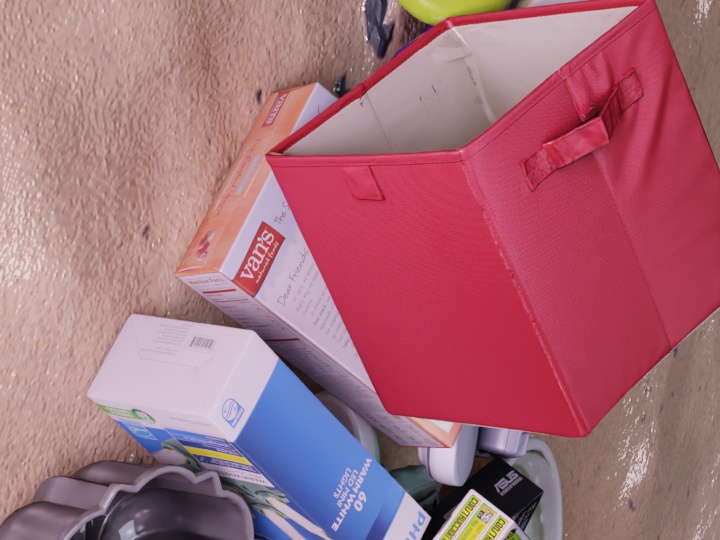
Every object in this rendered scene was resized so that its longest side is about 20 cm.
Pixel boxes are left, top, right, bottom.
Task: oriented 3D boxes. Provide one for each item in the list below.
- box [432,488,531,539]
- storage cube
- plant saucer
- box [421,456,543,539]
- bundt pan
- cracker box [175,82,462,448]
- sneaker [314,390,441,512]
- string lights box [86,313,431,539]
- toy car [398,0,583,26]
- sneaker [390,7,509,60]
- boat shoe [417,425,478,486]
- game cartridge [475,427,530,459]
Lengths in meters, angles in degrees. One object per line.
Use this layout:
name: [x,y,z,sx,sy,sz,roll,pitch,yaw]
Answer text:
box: [0.066,0.208,1.310,0.110,0.035,0.200,-53,161,-5]
storage cube: [0.087,-0.031,1.164,0.171,0.199,0.181,-39,115,-31]
plant saucer: [0.103,0.226,1.597,0.200,0.050,0.202,6,90,-66]
box: [0.038,0.242,1.422,0.160,0.043,0.201,-32,151,-49]
bundt pan: [-0.145,0.194,1.134,0.201,0.075,0.204,-25,122,-47]
cracker box: [0.000,0.000,1.252,0.200,0.057,0.135,39,66,-28]
sneaker: [0.005,0.137,1.379,0.118,0.073,0.202,-38,143,-38]
string lights box: [-0.055,0.108,1.195,0.200,0.102,0.059,49,60,-39]
toy car: [0.084,-0.237,1.299,0.201,0.174,0.150,-56,-171,-8]
sneaker: [0.088,-0.187,1.397,0.199,0.100,0.070,-28,169,-23]
boat shoe: [0.048,0.084,1.379,0.200,0.065,0.074,-68,161,-71]
game cartridge: [0.106,0.067,1.477,0.200,0.041,0.134,114,-14,-83]
